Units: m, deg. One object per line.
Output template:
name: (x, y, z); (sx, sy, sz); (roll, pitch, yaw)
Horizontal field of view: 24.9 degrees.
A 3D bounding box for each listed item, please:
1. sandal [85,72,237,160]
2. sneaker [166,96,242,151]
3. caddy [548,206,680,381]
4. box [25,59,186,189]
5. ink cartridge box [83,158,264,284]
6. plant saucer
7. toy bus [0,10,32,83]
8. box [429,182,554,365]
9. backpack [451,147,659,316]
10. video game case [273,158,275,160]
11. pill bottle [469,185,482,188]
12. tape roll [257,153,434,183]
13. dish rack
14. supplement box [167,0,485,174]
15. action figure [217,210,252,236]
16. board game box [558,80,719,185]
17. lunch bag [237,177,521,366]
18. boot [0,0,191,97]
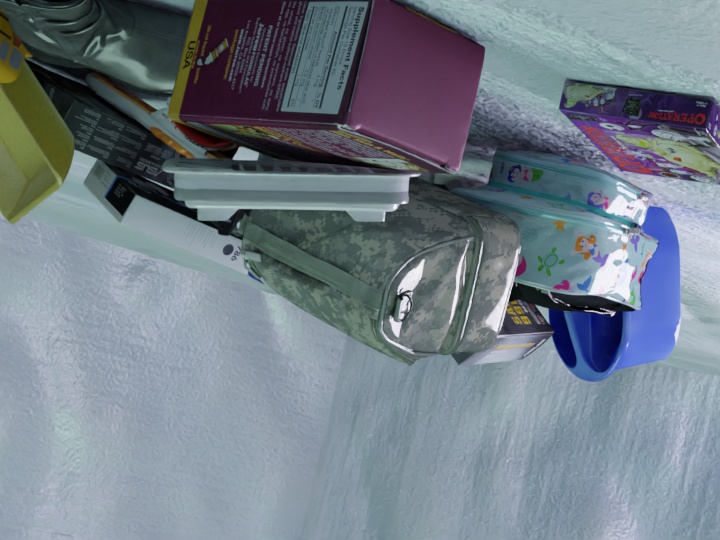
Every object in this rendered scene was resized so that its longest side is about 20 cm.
sandal: (-0.186, -0.160, 1.656); (0.207, 0.059, 0.079); (33, -172, 9)
sneaker: (-0.064, -0.123, 1.376); (0.201, 0.067, 0.108); (19, -151, 13)
caddy: (0.253, 0.014, 1.699); (0.105, 0.200, 0.141); (-3, -177, -26)
box: (-0.282, -0.157, 1.692); (0.158, 0.050, 0.200); (33, -173, 36)
ink cartridge box: (-0.184, -0.051, 1.696); (0.200, 0.039, 0.099); (26, -171, -42)
plant saucer: (-0.347, -0.156, 1.563); (0.200, 0.048, 0.200); (59, 153, -5)
toy bus: (-0.325, -0.210, 1.353); (0.065, 0.078, 0.200); (12, 174, 13)
box: (0.090, -0.001, 1.610); (0.200, 0.048, 0.158); (55, -158, 18)
backpack: (0.174, -0.034, 1.529); (0.177, 0.151, 0.200); (16, -170, 33)
video game case: (-0.006, -0.061, 1.629); (0.200, 0.019, 0.143); (53, -158, 14)
pill bottle: (0.129, -0.038, 1.840); (0.109, 0.110, 0.200); (14, 174, -10)
tape roll: (-0.020, -0.097, 1.829); (0.200, 0.066, 0.200); (14, 174, 1)
dish rack: (-0.058, -0.066, 1.311); (0.200, 0.044, 0.172); (0, -174, -5)
supplement box: (-0.029, -0.141, 1.228); (0.200, 0.103, 0.131); (9, 173, 44)
action figure: (-0.069, -0.056, 1.690); (0.130, 0.069, 0.200); (-1, 173, 25)
board game box: (0.246, -0.107, 1.325); (0.120, 0.032, 0.200); (15, 176, 26)
lunch bag: (0.011, -0.008, 1.426); (0.200, 0.140, 0.168); (28, -160, 39)
boot: (-0.203, -0.197, 1.299); (0.200, 0.070, 0.132); (7, 167, 10)
